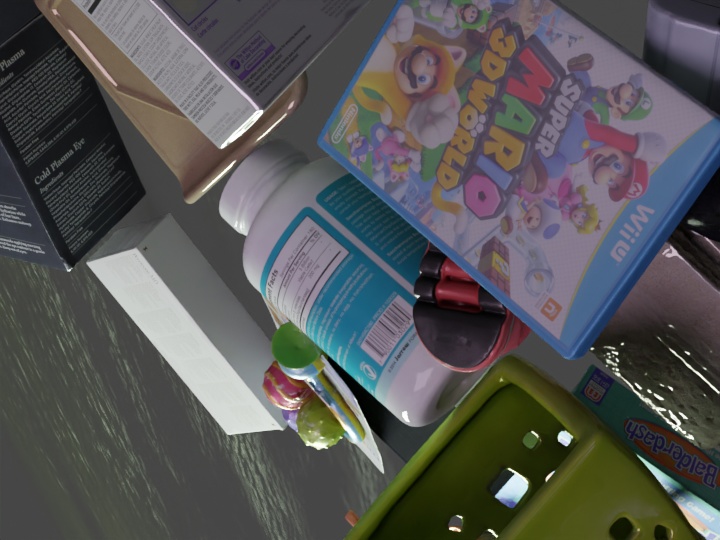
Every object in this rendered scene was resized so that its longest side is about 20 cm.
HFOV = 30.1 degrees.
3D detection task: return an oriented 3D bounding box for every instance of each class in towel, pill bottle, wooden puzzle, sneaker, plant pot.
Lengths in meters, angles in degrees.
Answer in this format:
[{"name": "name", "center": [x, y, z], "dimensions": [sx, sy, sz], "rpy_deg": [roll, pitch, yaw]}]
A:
[{"name": "towel", "center": [0.181, 0.024, 0.819], "dimensions": [0.200, 0.034, 0.133], "rpy_deg": [42, 147, -2]}, {"name": "pill bottle", "center": [0.000, 0.000, 0.877], "dimensions": [0.200, 0.111, 0.111], "rpy_deg": [42, 147, 18]}, {"name": "wooden puzzle", "center": [-0.128, -0.160, 0.886], "dimensions": [0.200, 0.037, 0.185], "rpy_deg": [55, 144, -2]}, {"name": "sneaker", "center": [0.080, -0.044, 0.770], "dimensions": [0.074, 0.087, 0.201], "rpy_deg": [13, 98, 32]}, {"name": "plant pot", "center": [0.115, 0.194, 0.809], "dimensions": [0.181, 0.200, 0.199], "rpy_deg": [40, -178, -12]}]

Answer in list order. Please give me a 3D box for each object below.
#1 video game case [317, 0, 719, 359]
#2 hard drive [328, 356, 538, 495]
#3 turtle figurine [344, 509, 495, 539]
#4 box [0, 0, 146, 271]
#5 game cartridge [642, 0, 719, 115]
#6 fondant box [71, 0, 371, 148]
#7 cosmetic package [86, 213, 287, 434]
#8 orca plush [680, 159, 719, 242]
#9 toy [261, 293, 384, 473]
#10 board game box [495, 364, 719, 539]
[{"name": "video game case", "center": [0.079, -0.070, 0.707], "dimensions": [0.200, 0.018, 0.143], "rpy_deg": [42, 112, 26]}, {"name": "hard drive", "center": [0.037, 0.080, 0.974], "dimensions": [0.200, 0.042, 0.135], "rpy_deg": [46, 147, 13]}, {"name": "turtle figurine", "center": [0.090, 0.234, 1.077], "dimensions": [0.200, 0.064, 0.161], "rpy_deg": [19, 164, 14]}, {"name": "box", "center": [-0.297, -0.114, 1.043], "dimensions": [0.200, 0.104, 0.182], "rpy_deg": [12, 138, 33]}, {"name": "game cartridge", "center": [0.234, -0.061, 0.676], "dimensions": [0.200, 0.042, 0.133], "rpy_deg": [22, 137, 24]}, {"name": "fondant box", "center": [-0.095, -0.189, 0.738], "dimensions": [0.200, 0.144, 0.058], "rpy_deg": [46, 146, -9]}, {"name": "cosmetic package", "center": [-0.133, 0.048, 1.118], "dimensions": [0.082, 0.051, 0.200], "rpy_deg": [-10, 122, 50]}, {"name": "orca plush", "center": [0.231, -0.014, 0.638], "dimensions": [0.200, 0.071, 0.105], "rpy_deg": [24, 142, 21]}, {"name": "toy", "center": [-0.040, 0.092, 0.989], "dimensions": [0.115, 0.047, 0.200], "rpy_deg": [49, 167, 22]}, {"name": "board game box", "center": [0.184, 0.171, 0.970], "dimensions": [0.152, 0.045, 0.200], "rpy_deg": [35, 144, 8]}]
